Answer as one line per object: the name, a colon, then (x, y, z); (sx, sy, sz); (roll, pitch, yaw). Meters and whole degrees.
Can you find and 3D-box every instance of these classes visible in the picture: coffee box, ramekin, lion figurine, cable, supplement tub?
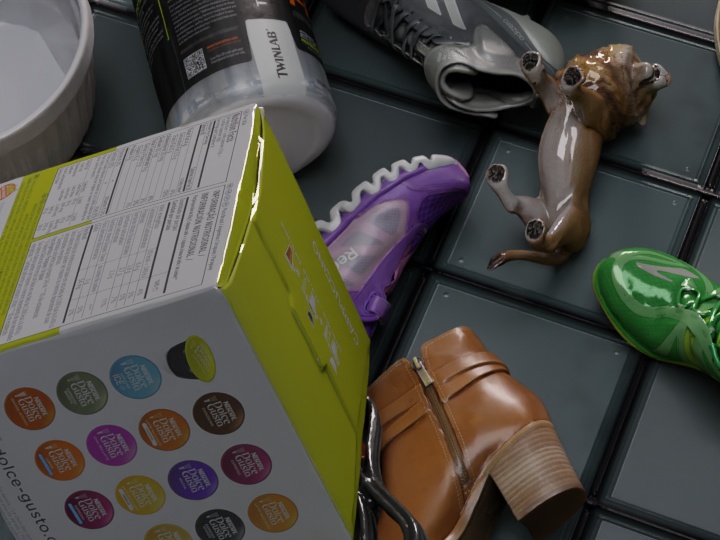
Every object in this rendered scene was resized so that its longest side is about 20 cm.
coffee box: (-0.119, 0.054, 1.270); (0.196, 0.201, 0.201); (-16, 32, 15)
ramekin: (-0.285, -0.142, 1.505); (0.198, 0.105, 0.202); (-2, 61, 3)
lion figurine: (0.146, -0.075, 1.447); (0.072, 0.122, 0.202); (17, 79, 33)
cable: (0.004, 0.140, 1.299); (0.097, 0.050, 0.200); (-42, 35, -11)
supplement tub: (-0.096, -0.170, 1.495); (0.121, 0.123, 0.201); (-15, 62, -4)

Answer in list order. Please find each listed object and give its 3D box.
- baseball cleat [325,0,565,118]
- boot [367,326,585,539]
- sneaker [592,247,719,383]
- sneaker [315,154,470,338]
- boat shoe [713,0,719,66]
baseball cleat: (0.049, -0.173, 1.501); (0.198, 0.070, 0.107); (21, 35, 15)
boot: (0.032, 0.137, 1.353); (0.199, 0.074, 0.155); (-29, 54, -7)
sneaker: (0.242, 0.041, 1.372); (0.199, 0.084, 0.074); (37, 70, 23)
sneaker: (0.000, 0.000, 1.424); (0.199, 0.081, 0.089); (-35, 70, -8)
boat shoe: (0.298, -0.216, 1.517); (0.073, 0.069, 0.202); (3, 61, 6)
